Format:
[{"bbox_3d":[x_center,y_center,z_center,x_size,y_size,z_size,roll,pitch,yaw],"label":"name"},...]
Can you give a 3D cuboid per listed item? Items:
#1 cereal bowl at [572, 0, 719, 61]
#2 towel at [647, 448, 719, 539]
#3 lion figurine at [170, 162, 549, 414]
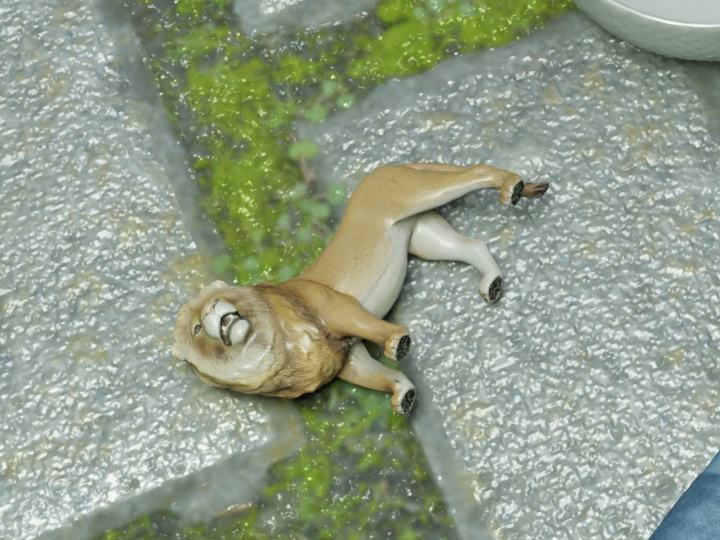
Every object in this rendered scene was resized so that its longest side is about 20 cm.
[{"bbox_3d":[0.193,-0.196,1.551,0.199,0.083,0.201,-3,63,6],"label":"cereal bowl"},{"bbox_3d":[0.226,0.115,1.412,0.111,0.049,0.200,33,72,20],"label":"towel"},{"bbox_3d":[0.000,0.000,1.494,0.122,0.073,0.200,23,54,31],"label":"lion figurine"}]
